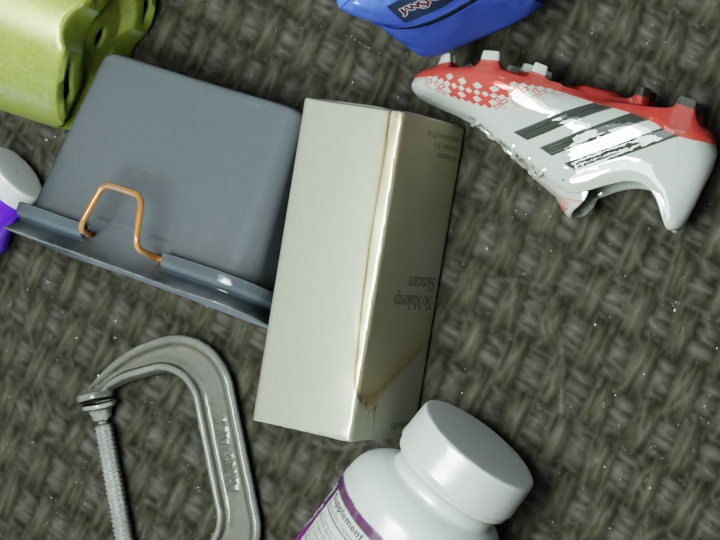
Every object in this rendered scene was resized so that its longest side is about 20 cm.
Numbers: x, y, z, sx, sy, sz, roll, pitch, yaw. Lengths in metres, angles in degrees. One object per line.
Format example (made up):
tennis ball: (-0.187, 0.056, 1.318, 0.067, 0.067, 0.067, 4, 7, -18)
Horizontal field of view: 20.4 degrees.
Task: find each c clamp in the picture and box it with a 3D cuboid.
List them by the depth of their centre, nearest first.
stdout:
c clamp: (-0.147, 0.148, 1.355, 0.169, 0.027, 0.202, -9, 85, 26)

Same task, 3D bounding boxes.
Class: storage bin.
storage bin: (-0.114, -0.054, 1.294, 0.198, 0.145, 0.136, 18, 86, 25)

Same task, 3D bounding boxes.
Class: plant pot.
plant pot: (-0.244, -0.188, 1.341, 0.183, 0.200, 0.202, 24, 99, 13)

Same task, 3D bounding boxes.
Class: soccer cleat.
soccer cleat: (0.117, -0.078, 1.213, 0.198, 0.069, 0.086, 14, 90, 21)

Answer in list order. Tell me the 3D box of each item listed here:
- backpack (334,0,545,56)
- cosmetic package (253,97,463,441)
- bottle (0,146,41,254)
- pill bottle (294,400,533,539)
backpack: (0.029, -0.231, 1.174, 0.162, 0.200, 0.169, -27, 65, 20)
cosmetic package: (0.000, 0.000, 1.247, 0.072, 0.103, 0.202, 9, 93, 25)
bottle: (-0.307, -0.006, 1.418, 0.200, 0.065, 0.084, -40, 73, 19)
pill bottle: (0.016, 0.182, 1.227, 0.112, 0.112, 0.201, 42, 105, 21)
